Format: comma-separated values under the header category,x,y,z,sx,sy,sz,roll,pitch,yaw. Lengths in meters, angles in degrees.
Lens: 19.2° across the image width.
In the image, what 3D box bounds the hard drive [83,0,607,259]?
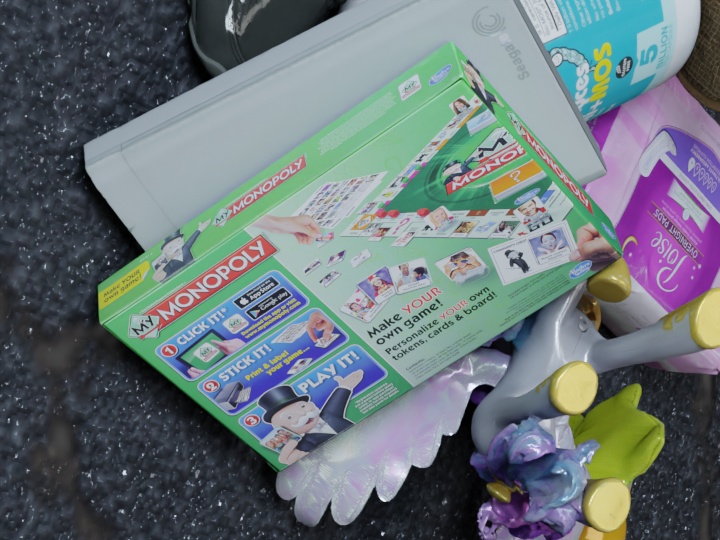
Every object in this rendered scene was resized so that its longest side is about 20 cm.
category,x,y,z,sx,sy,sz,roll,pitch,yaw
hard drive,-0.005,-0.050,0.950,0.132,0.199,0.026,55,15,-39

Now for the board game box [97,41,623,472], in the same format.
category,x,y,z,sx,sy,sz,roll,pitch,yaw
board game box,0.000,0.000,0.957,0.199,0.029,0.135,-33,128,17

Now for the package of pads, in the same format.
category,x,y,z,sx,sy,sz,roll,pitch,yaw
package of pads,0.158,-0.034,1.194,0.200,0.075,0.121,39,69,-45

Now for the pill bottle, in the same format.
category,x,y,z,sx,sy,sz,roll,pitch,yaw
pill bottle,0.063,-0.110,1.036,0.199,0.110,0.112,-27,118,-30

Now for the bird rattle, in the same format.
category,x,y,z,sx,sy,sz,roll,pitch,yaw
bird rattle,0.113,0.154,1.178,0.163,0.112,0.202,1,102,-64

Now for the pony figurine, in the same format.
category,x,y,z,sx,sy,sz,roll,pitch,yaw
pony figurine,0.078,0.071,1.032,0.166,0.200,0.194,35,79,-16

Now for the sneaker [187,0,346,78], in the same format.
category,x,y,z,sx,sy,sz,roll,pitch,yaw
sneaker,-0.010,-0.170,0.976,0.075,0.079,0.201,43,69,-44

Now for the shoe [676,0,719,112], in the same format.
category,x,y,z,sx,sy,sz,roll,pitch,yaw
shoe,0.181,-0.145,1.106,0.053,0.200,0.070,-7,125,-15
